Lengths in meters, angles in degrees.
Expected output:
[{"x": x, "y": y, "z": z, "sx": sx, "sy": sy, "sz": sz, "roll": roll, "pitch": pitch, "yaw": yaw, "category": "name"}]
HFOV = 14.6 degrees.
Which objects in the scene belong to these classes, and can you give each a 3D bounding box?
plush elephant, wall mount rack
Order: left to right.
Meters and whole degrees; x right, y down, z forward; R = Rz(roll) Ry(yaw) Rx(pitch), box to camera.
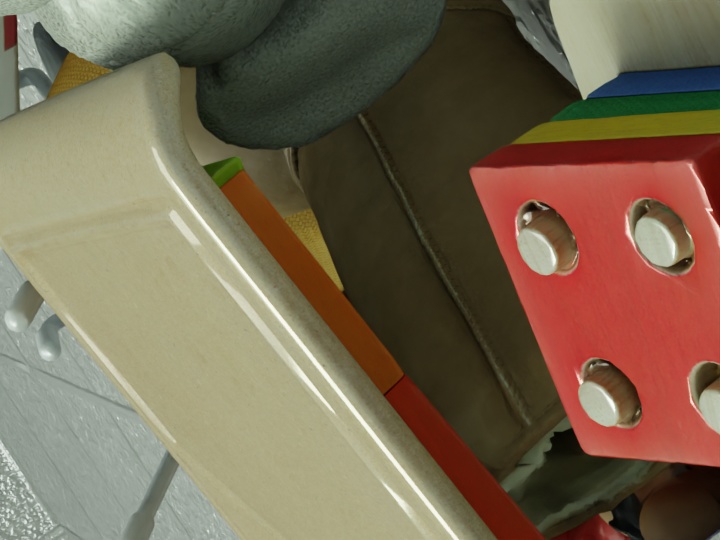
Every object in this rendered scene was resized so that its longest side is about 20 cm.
[{"x": -0.106, "y": 0.010, "z": 1.111, "sx": 0.174, "sy": 0.074, "sz": 0.201, "roll": 52, "pitch": 167, "yaw": 55, "category": "wall mount rack"}, {"x": -0.048, "y": -0.118, "z": 0.712, "sx": 0.200, "sy": 0.155, "sz": 0.165, "roll": 32, "pitch": 175, "yaw": 41, "category": "plush elephant"}]

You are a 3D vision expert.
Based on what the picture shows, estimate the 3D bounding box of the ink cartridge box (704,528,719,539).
[{"x": 0.074, "y": 0.130, "z": 0.767, "sx": 0.200, "sy": 0.094, "sz": 0.044, "roll": -43, "pitch": 64, "yaw": 32, "category": "ink cartridge box"}]

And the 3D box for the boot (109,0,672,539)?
[{"x": 0.000, "y": 0.000, "z": 0.791, "sx": 0.066, "sy": 0.175, "sz": 0.200, "roll": 26, "pitch": -152, "yaw": -45, "category": "boot"}]

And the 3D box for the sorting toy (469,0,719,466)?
[{"x": 0.124, "y": 0.035, "z": 0.553, "sx": 0.198, "sy": 0.069, "sz": 0.201, "roll": 1, "pitch": 119, "yaw": 53, "category": "sorting toy"}]

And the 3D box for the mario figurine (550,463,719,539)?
[{"x": 0.097, "y": 0.091, "z": 0.822, "sx": 0.106, "sy": 0.123, "sz": 0.201, "roll": 31, "pitch": 147, "yaw": 49, "category": "mario figurine"}]

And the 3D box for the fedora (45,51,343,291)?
[{"x": -0.048, "y": -0.040, "z": 0.975, "sx": 0.200, "sy": 0.082, "sz": 0.201, "roll": 28, "pitch": 159, "yaw": 12, "category": "fedora"}]

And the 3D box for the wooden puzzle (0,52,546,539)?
[{"x": -0.019, "y": 0.037, "z": 0.722, "sx": 0.200, "sy": 0.037, "sz": 0.185, "roll": 56, "pitch": 162, "yaw": -9, "category": "wooden puzzle"}]

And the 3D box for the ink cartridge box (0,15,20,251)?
[{"x": -0.188, "y": -0.061, "z": 1.051, "sx": 0.200, "sy": 0.082, "sz": 0.148, "roll": 147, "pitch": 123, "yaw": -67, "category": "ink cartridge box"}]

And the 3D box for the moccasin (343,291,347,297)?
[{"x": -0.031, "y": -0.002, "z": 1.134, "sx": 0.202, "sy": 0.078, "sz": 0.074, "roll": 51, "pitch": 166, "yaw": 18, "category": "moccasin"}]
